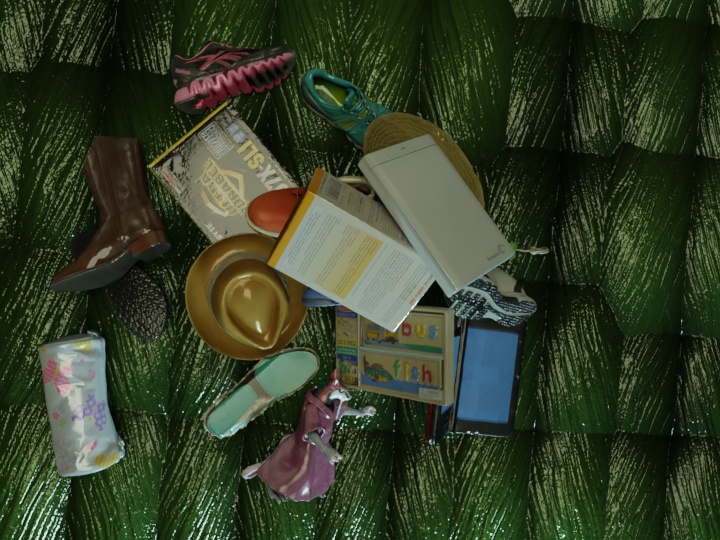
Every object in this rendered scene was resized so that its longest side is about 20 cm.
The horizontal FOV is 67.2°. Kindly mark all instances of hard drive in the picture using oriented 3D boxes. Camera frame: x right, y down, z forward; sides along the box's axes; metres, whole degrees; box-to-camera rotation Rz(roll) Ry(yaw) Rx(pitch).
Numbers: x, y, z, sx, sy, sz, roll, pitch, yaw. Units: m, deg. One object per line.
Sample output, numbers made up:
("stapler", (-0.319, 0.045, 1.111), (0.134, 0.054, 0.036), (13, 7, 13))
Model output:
("hard drive", (0.100, -0.078, 0.695), (0.131, 0.027, 0.201), (-26, 78, -37))

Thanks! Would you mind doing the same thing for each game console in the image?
("game console", (0.184, 0.165, 0.842), (0.117, 0.172, 0.204), (7, 88, 20))

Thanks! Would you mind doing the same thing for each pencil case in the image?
("pencil case", (-0.407, 0.193, 0.791), (0.089, 0.083, 0.204), (-11, 90, 0))

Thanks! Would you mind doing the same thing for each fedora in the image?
("fedora", (-0.158, 0.049, 0.791), (0.197, 0.082, 0.204), (-6, 108, -18))

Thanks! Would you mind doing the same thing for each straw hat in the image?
("straw hat", (0.073, -0.118, 0.775), (0.198, 0.085, 0.204), (13, 57, -21))

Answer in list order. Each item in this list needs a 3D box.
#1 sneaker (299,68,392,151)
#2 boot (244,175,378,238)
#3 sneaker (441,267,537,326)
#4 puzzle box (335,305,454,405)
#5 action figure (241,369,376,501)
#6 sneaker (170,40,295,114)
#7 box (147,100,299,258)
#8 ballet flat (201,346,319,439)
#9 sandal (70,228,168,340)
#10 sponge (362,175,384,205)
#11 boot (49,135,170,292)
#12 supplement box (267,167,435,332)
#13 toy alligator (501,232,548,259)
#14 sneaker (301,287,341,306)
("sneaker", (-0.007, -0.243, 0.838), (0.198, 0.080, 0.078), (27, 87, -6))
("boot", (-0.070, -0.097, 0.766), (0.196, 0.107, 0.076), (-4, 78, -2))
("sneaker", (0.182, 0.028, 0.814), (0.198, 0.081, 0.074), (20, 126, -42))
("puzzle box", (0.046, 0.116, 0.804), (0.198, 0.025, 0.136), (1, 92, 36))
("action figure", (-0.071, 0.241, 0.823), (0.147, 0.134, 0.203), (18, 97, 21))
("sneaker", (-0.198, -0.316, 0.827), (0.197, 0.079, 0.097), (-20, 81, -7))
("box", (-0.196, -0.128, 0.834), (0.159, 0.049, 0.201), (-40, 94, -7))
("ballet flat", (-0.153, 0.177, 0.828), (0.198, 0.064, 0.076), (-31, 94, -8))
("sandal", (-0.354, 0.018, 0.821), (0.075, 0.048, 0.201), (-40, 81, -6))
("sponge", (0.021, -0.039, 0.864), (0.111, 0.030, 0.201), (-35, 94, -4))
("boot", (-0.385, -0.088, 0.791), (0.184, 0.064, 0.202), (-24, 76, -5))
("supplement box", (-0.004, -0.024, 0.711), (0.198, 0.074, 0.127), (29, 122, -12))
("toy alligator", (0.205, -0.040, 0.868), (0.196, 0.059, 0.055), (-10, 96, -6))
("sneaker", (0.000, 0.000, 0.814), (0.197, 0.074, 0.084), (-20, 96, -13))
